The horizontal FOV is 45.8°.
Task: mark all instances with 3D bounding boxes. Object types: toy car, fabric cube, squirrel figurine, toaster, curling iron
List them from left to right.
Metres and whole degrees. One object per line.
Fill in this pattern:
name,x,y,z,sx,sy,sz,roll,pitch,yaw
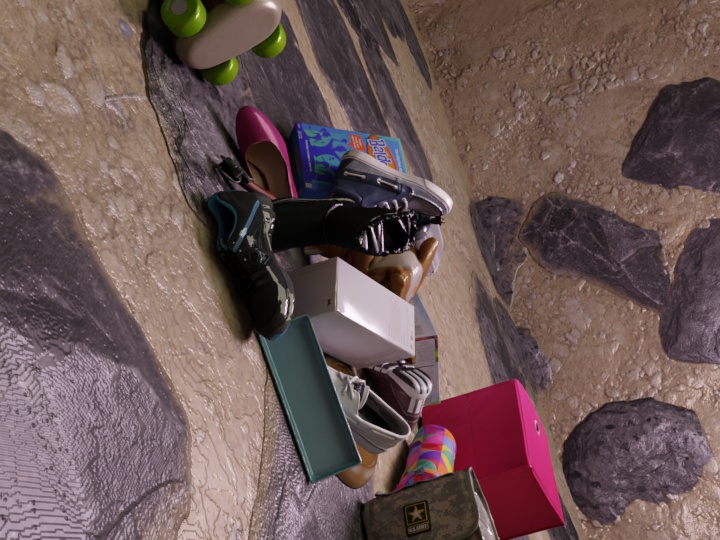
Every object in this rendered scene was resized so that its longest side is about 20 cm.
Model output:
toy car,-0.213,-0.390,1.170,0.201,0.157,0.164,61,1,18
curling iron,-0.124,-0.091,1.182,0.200,0.026,0.050,41,5,-33
squirrel figurine,0.000,0.000,1.352,0.142,0.186,0.201,-49,162,-44
toaster,0.070,-0.061,1.540,0.129,0.199,0.114,64,32,-48
fabric cube,0.239,0.355,1.557,0.200,0.199,0.197,-89,154,-51

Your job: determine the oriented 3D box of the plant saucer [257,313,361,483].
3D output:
plant saucer,-0.065,0.160,1.073,0.019,0.070,0.201,142,-71,-77

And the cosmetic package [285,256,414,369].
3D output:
cosmetic package,-0.017,0.065,1.190,0.200,0.107,0.085,36,48,-48

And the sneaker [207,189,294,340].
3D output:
sneaker,-0.141,-0.007,1.056,0.082,0.073,0.201,7,59,-47

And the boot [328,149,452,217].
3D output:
boot,0.047,-0.114,1.388,0.073,0.199,0.091,118,-5,-64

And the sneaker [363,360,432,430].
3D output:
sneaker,0.028,0.182,1.313,0.200,0.075,0.116,35,-62,54

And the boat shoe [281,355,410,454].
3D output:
boat shoe,-0.015,0.166,1.126,0.200,0.065,0.074,38,41,-23

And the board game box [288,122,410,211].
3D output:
board game box,-0.016,-0.173,1.465,0.199,0.045,0.153,5,53,-23

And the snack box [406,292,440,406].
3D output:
snack box,0.090,0.121,1.486,0.200,0.053,0.143,-109,-166,-59

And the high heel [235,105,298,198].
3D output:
high heel,-0.128,-0.136,1.224,0.096,0.067,0.201,-103,168,-64

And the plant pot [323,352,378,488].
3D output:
plant pot,-0.020,0.209,1.216,0.201,0.027,0.201,59,18,-33

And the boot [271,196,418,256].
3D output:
boot,-0.035,-0.053,1.131,0.197,0.162,0.074,-12,111,-34

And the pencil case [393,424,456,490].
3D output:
pencil case,0.109,0.324,1.389,0.089,0.088,0.200,66,15,-6

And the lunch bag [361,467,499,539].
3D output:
lunch bag,0.104,0.380,1.147,0.201,0.163,0.118,71,14,9
